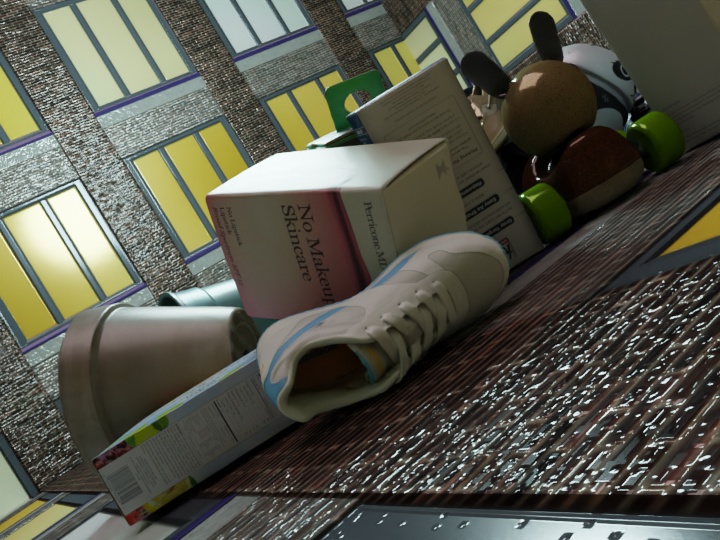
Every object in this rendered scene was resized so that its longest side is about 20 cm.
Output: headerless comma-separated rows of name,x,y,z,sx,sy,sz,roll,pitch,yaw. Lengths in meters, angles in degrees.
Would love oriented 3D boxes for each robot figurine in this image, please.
robot figurine,0.247,-0.169,0.869,0.201,0.124,0.150,-63,9,0

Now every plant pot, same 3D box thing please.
plant pot,-0.199,0.120,0.802,0.172,0.202,0.200,-14,4,9
plant pot,-0.180,0.094,1.124,0.195,0.202,0.200,-23,-4,-29

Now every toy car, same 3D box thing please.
toy car,0.189,-0.151,0.735,0.164,0.201,0.158,-32,1,-5

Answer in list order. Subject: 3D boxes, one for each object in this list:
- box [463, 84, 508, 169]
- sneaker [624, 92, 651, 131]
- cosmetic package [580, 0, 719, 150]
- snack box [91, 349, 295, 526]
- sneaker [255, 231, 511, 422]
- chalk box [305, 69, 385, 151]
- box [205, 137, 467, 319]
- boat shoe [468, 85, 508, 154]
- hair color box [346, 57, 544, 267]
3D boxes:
box,0.130,-0.117,0.959,0.199,0.199,0.123,-32,2,-30
sneaker,0.349,-0.183,0.889,0.070,0.078,0.200,-31,1,12
cosmetic package,0.316,-0.231,0.702,0.081,0.201,0.113,-32,2,-25
snack box,-0.116,0.123,0.646,0.199,0.068,0.169,-33,1,-5
sneaker,0.023,0.043,0.514,0.199,0.077,0.081,-29,22,-3
chalk box,0.023,-0.105,0.768,0.124,0.201,0.124,-24,13,-9
box,-0.018,-0.032,0.638,0.199,0.129,0.109,2,29,38
boat shoe,0.141,-0.171,0.856,0.072,0.065,0.201,-63,0,43
hair color box,0.080,-0.084,0.686,0.100,0.201,0.061,-31,11,-5
